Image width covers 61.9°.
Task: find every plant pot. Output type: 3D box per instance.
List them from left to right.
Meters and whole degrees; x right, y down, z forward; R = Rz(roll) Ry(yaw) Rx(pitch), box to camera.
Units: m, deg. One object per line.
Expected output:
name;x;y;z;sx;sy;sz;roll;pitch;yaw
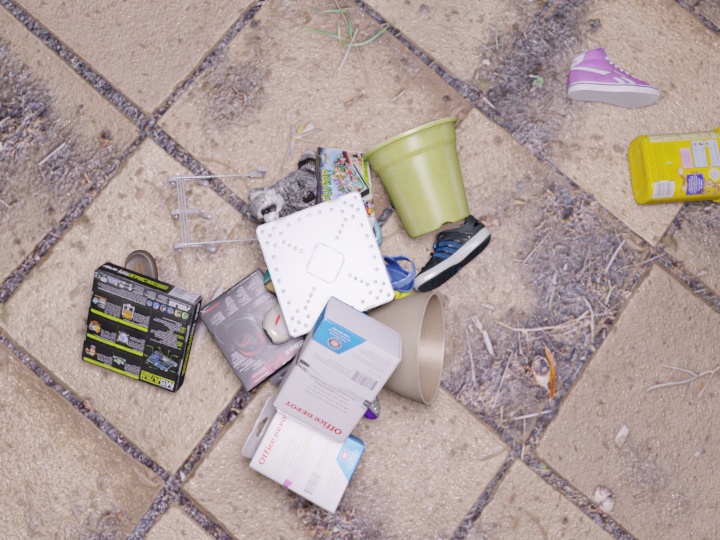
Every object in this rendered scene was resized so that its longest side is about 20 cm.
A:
plant pot;0.125;-0.171;1.176;0.196;0.200;0.188;-20;94;-6

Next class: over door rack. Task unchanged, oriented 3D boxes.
over door rack;-0.277;-0.119;1.199;0.195;0.067;0.152;-7;81;-10

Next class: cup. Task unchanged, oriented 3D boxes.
cup;0.070;0.141;1.130;0.140;0.200;0.206;1;80;22

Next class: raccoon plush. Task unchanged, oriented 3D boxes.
raccoon plush;-0.158;-0.162;1.180;0.130;0.098;0.202;8;39;-13

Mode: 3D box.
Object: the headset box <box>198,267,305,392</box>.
headset box;-0.198;0.124;1.159;0.147;0.075;0.202;-35;85;-8

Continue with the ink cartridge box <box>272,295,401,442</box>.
ink cartridge box;-0.039;0.170;1.019;0.144;0.086;0.202;29;116;-8

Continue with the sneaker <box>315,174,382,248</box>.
sneaker;-0.021;-0.128;1.204;0.074;0.082;0.200;-43;86;-9

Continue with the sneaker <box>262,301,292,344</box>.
sneaker;-0.099;0.060;1.111;0.071;0.093;0.199;53;42;4

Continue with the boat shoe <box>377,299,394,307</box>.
boat shoe;0.000;0.000;1.190;0.198;0.074;0.074;38;75;-4

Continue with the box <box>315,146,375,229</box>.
box;-0.033;-0.161;1.171;0.107;0.035;0.203;4;47;-10

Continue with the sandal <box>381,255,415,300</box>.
sandal;0.025;-0.005;1.120;0.195;0.087;0.081;10;61;-22

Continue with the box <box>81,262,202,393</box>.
box;-0.411;0.109;1.124;0.195;0.048;0.197;18;112;1

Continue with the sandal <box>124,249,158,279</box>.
sandal;-0.414;0.058;1.166;0.080;0.055;0.205;-12;87;-5

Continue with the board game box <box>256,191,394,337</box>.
board game box;-0.062;-0.012;1.063;0.195;0.026;0.205;-20;86;-5

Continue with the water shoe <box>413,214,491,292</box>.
water shoe;0.172;-0.034;1.217;0.198;0.072;0.079;-35;66;-14

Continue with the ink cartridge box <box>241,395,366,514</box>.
ink cartridge box;-0.106;0.328;1.108;0.197;0.125;0.131;29;81;1

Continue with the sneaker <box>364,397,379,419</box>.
sneaker;-0.048;0.224;1.153;0.099;0.070;0.200;-37;109;18

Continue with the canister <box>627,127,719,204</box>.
canister;0.675;-0.216;1.256;0.194;0.087;0.153;-4;81;-2

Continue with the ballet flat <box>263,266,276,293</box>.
ballet flat;-0.146;-0.023;1.162;0.063;0.203;0.068;36;125;-25

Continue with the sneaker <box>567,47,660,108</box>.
sneaker;0.547;-0.421;1.287;0.195;0.073;0.117;9;78;-2
